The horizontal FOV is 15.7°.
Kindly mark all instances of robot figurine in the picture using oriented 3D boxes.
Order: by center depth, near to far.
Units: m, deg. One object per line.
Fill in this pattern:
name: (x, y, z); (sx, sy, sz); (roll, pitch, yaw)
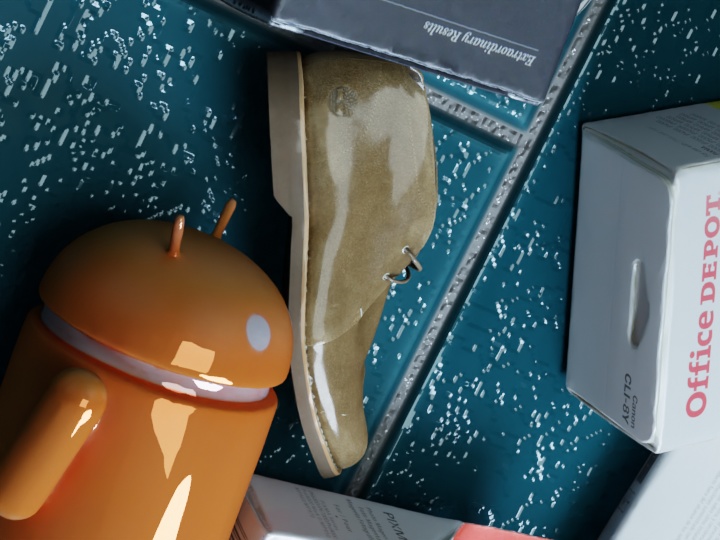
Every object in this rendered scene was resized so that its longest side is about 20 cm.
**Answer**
robot figurine: (-0.098, 0.066, 1.107); (0.143, 0.117, 0.201); (13, 103, -35)

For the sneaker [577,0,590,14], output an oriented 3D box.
sneaker: (0.138, -0.189, 1.165); (0.200, 0.081, 0.075); (-53, 130, -3)

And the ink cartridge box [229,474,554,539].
ink cartridge box: (-0.011, 0.181, 1.224); (0.199, 0.057, 0.163); (18, 119, -31)

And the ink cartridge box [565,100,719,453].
ink cartridge box: (0.205, -0.009, 1.279); (0.199, 0.083, 0.146); (-10, 114, -28)

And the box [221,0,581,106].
box: (0.030, -0.189, 1.085); (0.147, 0.104, 0.201); (15, 102, -35)

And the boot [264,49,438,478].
boot: (0.000, 0.000, 1.155); (0.075, 0.074, 0.201); (-4, 113, -3)

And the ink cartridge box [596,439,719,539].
ink cartridge box: (0.192, 0.188, 1.325); (0.173, 0.044, 0.201); (32, 92, -2)
